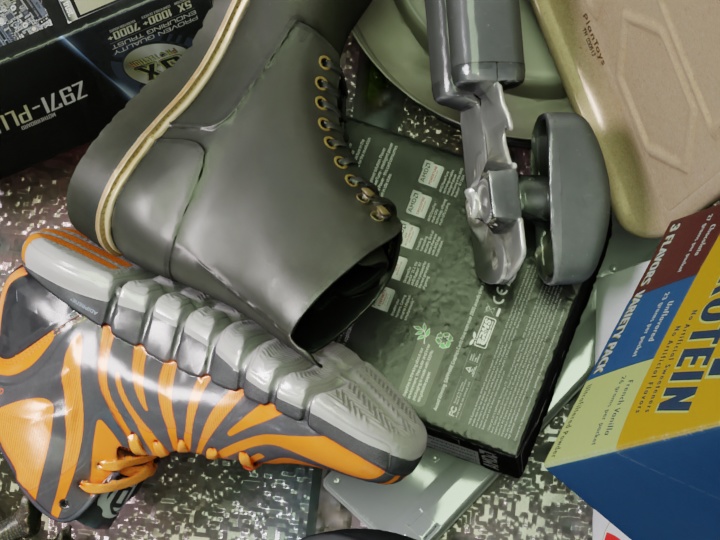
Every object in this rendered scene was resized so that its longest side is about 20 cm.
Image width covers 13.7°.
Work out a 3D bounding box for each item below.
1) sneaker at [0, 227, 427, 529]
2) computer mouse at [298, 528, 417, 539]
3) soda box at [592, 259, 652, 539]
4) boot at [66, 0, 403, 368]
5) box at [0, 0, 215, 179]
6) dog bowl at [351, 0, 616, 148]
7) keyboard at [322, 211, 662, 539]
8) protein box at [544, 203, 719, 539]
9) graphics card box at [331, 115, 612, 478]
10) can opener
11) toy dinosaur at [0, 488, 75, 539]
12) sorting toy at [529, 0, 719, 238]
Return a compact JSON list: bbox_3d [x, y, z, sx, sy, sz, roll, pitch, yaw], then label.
[{"bbox_3d":[-0.072,0.069,1.279,0.200,0.078,0.112,26,104,20],"label":"sneaker"},{"bbox_3d":[0.048,0.178,1.274,0.200,0.139,0.053,35,35,18],"label":"computer mouse"},{"bbox_3d":[0.144,0.098,1.287,0.068,0.064,0.200,11,72,-30],"label":"soda box"},{"bbox_3d":[-0.010,-0.061,1.269,0.138,0.077,0.200,33,82,28],"label":"boot"},{"bbox_3d":[-0.170,-0.150,1.340,0.164,0.086,0.200,-24,61,-4],"label":"box"},{"bbox_3d":[0.084,-0.147,1.368,0.200,0.059,0.200,0,76,1],"label":"dog bowl"},{"bbox_3d":[0.071,0.042,1.345,0.056,0.011,0.200,41,80,16],"label":"keyboard"},{"bbox_3d":[0.224,0.069,1.186,0.199,0.200,0.135,40,61,-18],"label":"protein box"},{"bbox_3d":[0.000,0.000,1.332,0.200,0.051,0.126,18,76,11],"label":"graphics card box"},{"bbox_3d":[0.066,-0.091,1.295,0.067,0.053,0.200,-1,80,-18],"label":"can opener"},{"bbox_3d":[-0.188,0.141,1.304,0.102,0.077,0.200,5,82,16],"label":"toy dinosaur"},{"bbox_3d":[0.127,-0.123,1.232,0.036,0.200,0.185,-18,81,-21],"label":"sorting toy"}]
